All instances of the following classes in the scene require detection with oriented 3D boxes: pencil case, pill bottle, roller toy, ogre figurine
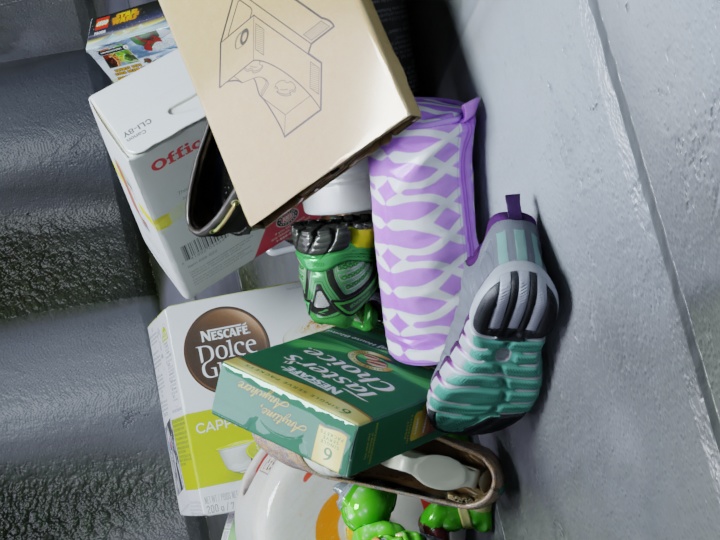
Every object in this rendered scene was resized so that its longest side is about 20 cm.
[{"bbox_3d":[0.052,-0.026,1.422,0.085,0.084,0.201,8,116,36],"label":"pencil case"},{"bbox_3d":[-0.013,-0.150,1.526,0.116,0.116,0.202,-156,56,-75],"label":"pill bottle"},{"bbox_3d":[-0.011,0.211,1.651,0.140,0.198,0.184,174,91,-77],"label":"roller toy"},{"bbox_3d":[0.052,0.225,1.537,0.098,0.119,0.202,163,95,-78],"label":"ogre figurine"}]

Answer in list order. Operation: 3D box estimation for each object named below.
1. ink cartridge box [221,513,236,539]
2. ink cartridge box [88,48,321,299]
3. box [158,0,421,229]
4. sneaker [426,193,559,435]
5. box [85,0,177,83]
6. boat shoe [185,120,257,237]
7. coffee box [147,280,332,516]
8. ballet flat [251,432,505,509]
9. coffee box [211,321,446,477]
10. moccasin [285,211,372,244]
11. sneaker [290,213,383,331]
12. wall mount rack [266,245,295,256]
[{"bbox_3d":[-0.028,0.276,1.861,0.146,0.199,0.048,146,141,-77],"label":"ink cartridge box"},{"bbox_3d":[-0.126,-0.092,1.642,0.084,0.145,0.200,52,167,33],"label":"ink cartridge box"},{"bbox_3d":[-0.055,-0.155,1.408,0.163,0.021,0.201,-34,71,32],"label":"box"},{"bbox_3d":[0.093,0.036,1.350,0.200,0.074,0.088,111,162,-53],"label":"sneaker"},{"bbox_3d":[-0.113,-0.182,1.672,0.137,0.199,0.040,53,-147,-46],"label":"box"},{"bbox_3d":[-0.084,-0.108,1.484,0.072,0.060,0.202,42,131,31],"label":"boat shoe"},{"bbox_3d":[-0.084,0.119,1.882,0.200,0.198,0.199,146,113,-78],"label":"coffee box"},{"bbox_3d":[0.015,0.134,1.470,0.067,0.199,0.069,-122,45,-85],"label":"ballet flat"},{"bbox_3d":[-0.002,0.088,1.429,0.122,0.200,0.044,24,110,28],"label":"coffee box"},{"bbox_3d":[-0.034,-0.065,1.788,0.201,0.073,0.078,172,87,-77],"label":"moccasin"},{"bbox_3d":[0.000,0.000,1.505,0.200,0.078,0.086,-13,-76,-65],"label":"sneaker"},{"bbox_3d":[-0.093,-0.118,2.038,0.200,0.074,0.175,105,148,-64],"label":"wall mount rack"}]
